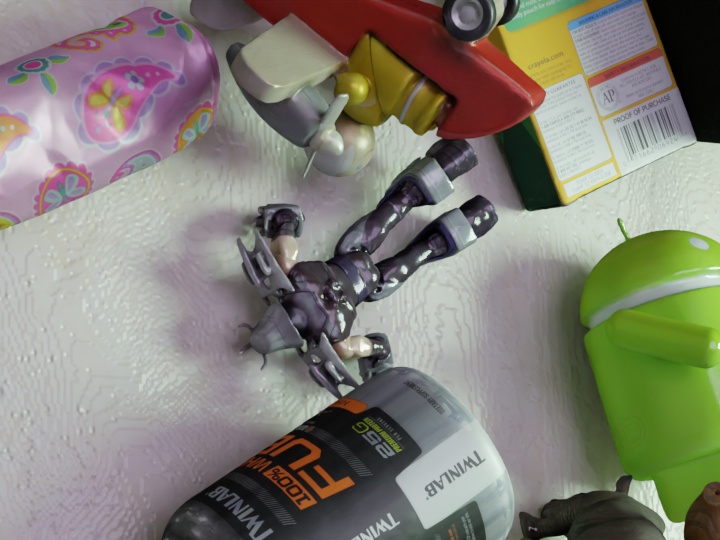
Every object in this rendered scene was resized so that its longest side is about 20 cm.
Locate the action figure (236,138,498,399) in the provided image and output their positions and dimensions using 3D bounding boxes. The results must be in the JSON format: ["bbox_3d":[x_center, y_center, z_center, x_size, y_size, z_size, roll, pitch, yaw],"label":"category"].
[{"bbox_3d":[0.000,0.000,1.019,0.200,0.069,0.131,-36,106,-31],"label":"action figure"}]

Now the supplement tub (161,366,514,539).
[{"bbox_3d":[-0.023,0.151,0.917,0.200,0.122,0.123,-33,96,-25],"label":"supplement tub"}]

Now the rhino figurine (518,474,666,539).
[{"bbox_3d":[0.144,0.166,1.016,0.087,0.200,0.060,-13,94,6],"label":"rhino figurine"}]

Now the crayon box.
[{"bbox_3d":[0.139,-0.157,1.137,0.125,0.052,0.201,-25,99,-26],"label":"crayon box"}]

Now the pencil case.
[{"bbox_3d":[-0.171,-0.081,0.916,0.200,0.087,0.088,-30,95,-36],"label":"pencil case"}]

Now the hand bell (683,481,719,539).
[{"bbox_3d":[0.211,0.190,1.016,0.103,0.201,0.105,-3,48,3],"label":"hand bell"}]

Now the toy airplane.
[{"bbox_3d":[-0.015,-0.127,0.990,0.199,0.199,0.142,2,114,-29],"label":"toy airplane"}]

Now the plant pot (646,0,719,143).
[{"bbox_3d":[0.289,-0.194,1.180,0.200,0.177,0.200,-28,98,-41],"label":"plant pot"}]

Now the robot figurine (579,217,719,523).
[{"bbox_3d":[0.214,0.063,1.104,0.175,0.115,0.201,17,55,-60],"label":"robot figurine"}]
